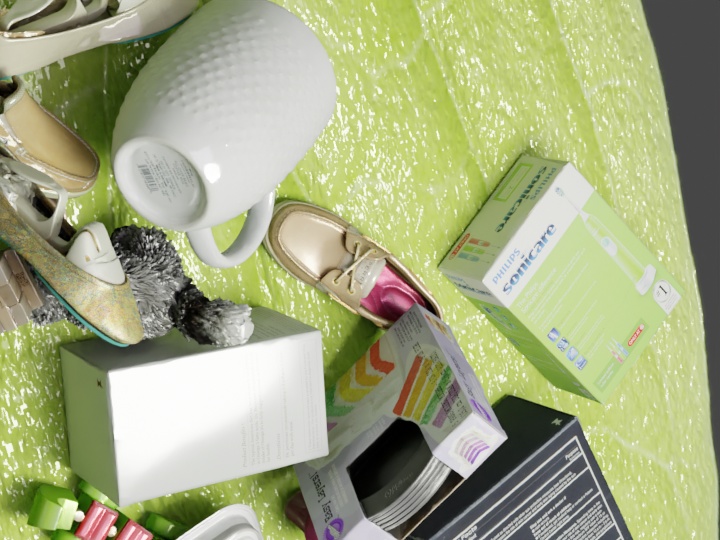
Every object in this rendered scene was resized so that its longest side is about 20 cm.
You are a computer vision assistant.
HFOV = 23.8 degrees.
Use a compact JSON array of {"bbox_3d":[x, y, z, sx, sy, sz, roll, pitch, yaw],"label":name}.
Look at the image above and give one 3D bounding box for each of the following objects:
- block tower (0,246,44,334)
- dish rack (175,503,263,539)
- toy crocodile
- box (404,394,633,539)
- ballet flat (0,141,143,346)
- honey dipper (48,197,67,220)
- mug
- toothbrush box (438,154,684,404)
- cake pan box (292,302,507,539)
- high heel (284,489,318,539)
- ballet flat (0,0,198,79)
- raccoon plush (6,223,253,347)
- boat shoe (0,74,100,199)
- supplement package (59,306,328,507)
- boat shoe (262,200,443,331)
[{"bbox_3d":[-0.349,0.047,1.333,0.199,0.058,0.054,-25,105,-1],"label":"block tower"},{"bbox_3d":[-0.135,0.319,1.513,0.171,0.043,0.201,-34,134,-22],"label":"dish rack"},{"bbox_3d":[-0.202,0.235,1.486,0.199,0.062,0.068,34,81,-30],"label":"toy crocodile"},{"bbox_3d":[0.144,0.262,1.651,0.199,0.123,0.199,-36,115,-22],"label":"box"},{"bbox_3d":[-0.234,-0.026,1.321,0.200,0.071,0.071,42,75,9],"label":"ballet flat"},{"bbox_3d":[-0.336,-0.025,1.383,0.199,0.038,0.038,-15,105,-25],"label":"honey dipper"},{"bbox_3d":[-0.116,-0.096,1.402,0.176,0.146,0.201,-55,144,-46],"label":"mug"},{"bbox_3d":[0.197,0.009,1.662,0.200,0.086,0.146,43,77,-28],"label":"toothbrush box"},{"bbox_3d":[0.026,0.148,1.493,0.052,0.200,0.184,36,105,-28],"label":"cake pan box"},{"bbox_3d":[0.031,0.198,1.588,0.199,0.096,0.068,-36,126,-17],"label":"high heel"},{"bbox_3d":[-0.221,-0.212,1.393,0.199,0.069,0.070,-25,110,-24],"label":"ballet flat"},{"bbox_3d":[-0.198,0.013,1.379,0.133,0.199,0.098,-4,95,-49],"label":"raccoon plush"},{"bbox_3d":[-0.285,-0.121,1.359,0.199,0.076,0.072,25,47,-31],"label":"boat shoe"},{"bbox_3d":[-0.142,0.112,1.468,0.199,0.117,0.118,-10,105,-28],"label":"supplement package"},{"bbox_3d":[0.000,0.000,1.557,0.199,0.069,0.074,31,83,-30],"label":"boat shoe"}]
